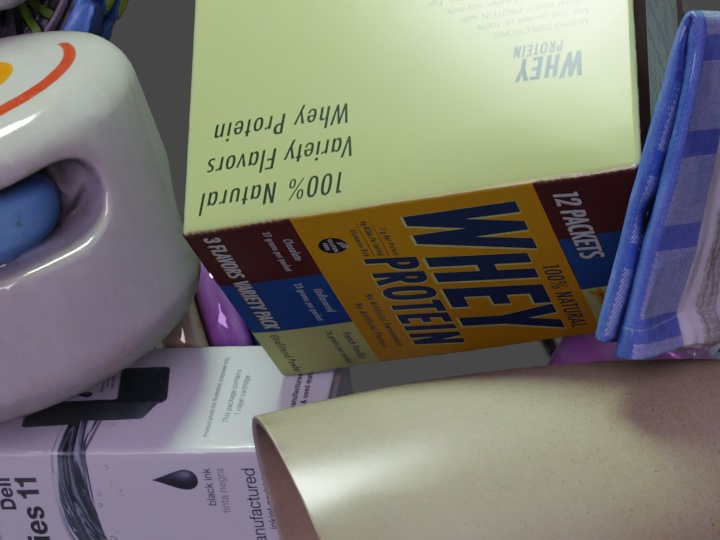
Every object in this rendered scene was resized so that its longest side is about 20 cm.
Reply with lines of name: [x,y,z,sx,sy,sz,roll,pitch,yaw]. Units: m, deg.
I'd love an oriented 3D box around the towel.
towel: [0.172,-0.035,1.071,0.024,0.200,0.148,21,104,34]

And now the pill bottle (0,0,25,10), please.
pill bottle: [-0.177,-0.196,1.206,0.116,0.116,0.200,45,110,12]

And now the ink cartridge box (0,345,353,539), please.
ink cartridge box: [-0.100,0.116,1.204,0.199,0.083,0.147,-2,124,11]

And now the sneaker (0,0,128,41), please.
sneaker: [-0.166,-0.128,1.284,0.082,0.071,0.200,20,88,10]

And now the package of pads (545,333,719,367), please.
package of pads: [0.176,0.090,1.172,0.200,0.076,0.121,37,131,13]

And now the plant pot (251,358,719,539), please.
plant pot: [0.079,0.113,1.063,0.199,0.187,0.188,-21,80,-8]

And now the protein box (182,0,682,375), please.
protein box: [0.039,-0.082,1.129,0.198,0.135,0.201,-8,59,15]

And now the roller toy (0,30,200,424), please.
roller toy: [-0.173,-0.026,1.152,0.182,0.200,0.140,-8,113,25]

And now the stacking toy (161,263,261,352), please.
stacking toy: [0.000,0.000,1.240,0.199,0.085,0.086,-19,80,2]
